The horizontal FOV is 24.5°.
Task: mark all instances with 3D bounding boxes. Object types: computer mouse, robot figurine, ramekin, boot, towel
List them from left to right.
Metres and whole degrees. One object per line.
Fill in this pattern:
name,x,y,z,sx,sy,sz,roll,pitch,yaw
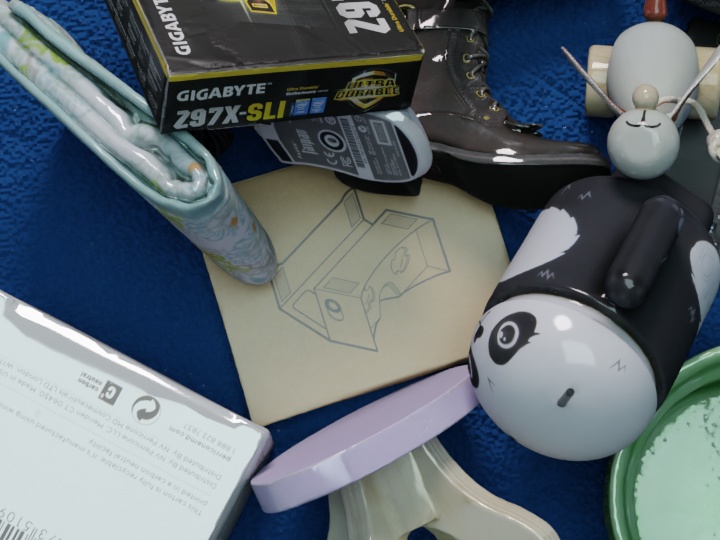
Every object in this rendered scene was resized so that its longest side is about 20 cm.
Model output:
towel,-0.140,-0.080,1.042,0.200,0.171,0.048,42,88,17
computer mouse,-0.037,-0.100,1.060,0.199,0.110,0.044,11,53,27
boot,0.074,-0.136,1.109,0.199,0.069,0.175,6,68,8
robot figurine,0.145,0.022,1.019,0.124,0.151,0.200,8,48,33
ramekin,0.252,0.149,1.070,0.199,0.098,0.201,0,82,-1

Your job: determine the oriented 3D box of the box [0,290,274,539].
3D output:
box,-0.185,0.146,1.041,0.198,0.131,0.201,27,81,3

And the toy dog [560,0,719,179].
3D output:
toy dog,0.190,-0.129,1.058,0.131,0.200,0.097,-6,109,-8

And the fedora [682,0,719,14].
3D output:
fedora,0.281,-0.208,1.101,0.200,0.201,0.092,7,102,-1

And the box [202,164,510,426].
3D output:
box,0.000,0.000,1.122,0.199,0.021,0.164,-17,80,-4

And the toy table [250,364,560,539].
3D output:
toy table,0.027,0.145,1.029,0.200,0.184,0.117,-24,91,-45

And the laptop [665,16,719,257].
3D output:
laptop,0.303,-0.074,1.103,0.199,0.103,0.178,17,81,1

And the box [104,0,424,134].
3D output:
box,-0.071,-0.170,1.009,0.159,0.049,0.200,-6,47,-22
